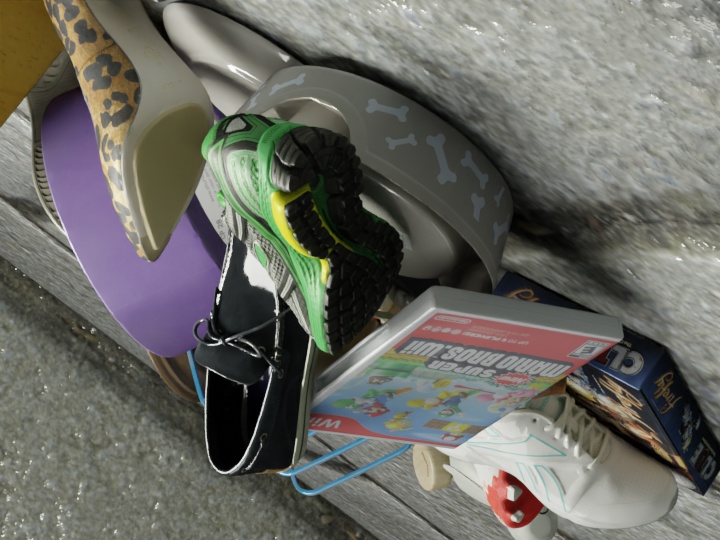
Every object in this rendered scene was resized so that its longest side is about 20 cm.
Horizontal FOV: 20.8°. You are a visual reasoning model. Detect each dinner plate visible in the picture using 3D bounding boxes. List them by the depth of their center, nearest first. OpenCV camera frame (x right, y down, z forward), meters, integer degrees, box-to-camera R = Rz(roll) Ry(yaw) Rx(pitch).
[{"bbox_3d":[-0.056,-0.109,1.320,0.200,0.024,0.200,32,168,7],"label":"dinner plate"}]

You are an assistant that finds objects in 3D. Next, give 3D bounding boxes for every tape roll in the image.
[{"bbox_3d":[-0.132,-0.047,1.363,0.200,0.085,0.200,60,-164,-29],"label":"tape roll"}]

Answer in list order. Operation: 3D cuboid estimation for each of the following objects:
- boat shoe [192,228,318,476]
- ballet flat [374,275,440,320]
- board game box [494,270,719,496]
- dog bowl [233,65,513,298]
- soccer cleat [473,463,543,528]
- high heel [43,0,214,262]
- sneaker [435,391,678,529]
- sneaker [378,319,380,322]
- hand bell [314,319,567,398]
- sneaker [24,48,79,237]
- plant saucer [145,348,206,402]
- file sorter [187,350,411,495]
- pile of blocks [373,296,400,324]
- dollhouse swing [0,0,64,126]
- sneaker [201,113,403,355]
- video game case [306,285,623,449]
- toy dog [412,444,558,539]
[{"bbox_3d":[-0.069,0.046,1.256,0.075,0.062,0.200,28,125,42],"label":"boat shoe"},{"bbox_3d":[-0.005,-0.010,1.394,0.200,0.073,0.073,31,170,-17],"label":"ballet flat"},{"bbox_3d":[0.177,0.083,1.404,0.135,0.035,0.200,28,167,33],"label":"board game box"},{"bbox_3d":[0.005,-0.052,1.218,0.200,0.059,0.200,26,162,9],"label":"dog bowl"},{"bbox_3d":[0.104,0.111,1.528,0.085,0.069,0.200,27,140,47],"label":"soccer cleat"},{"bbox_3d":[-0.161,-0.114,1.257,0.071,0.200,0.142,-10,-162,-40],"label":"high heel"},{"bbox_3d":[0.137,0.122,1.413,0.200,0.070,0.080,23,139,7],"label":"sneaker"},{"bbox_3d":[0.060,0.078,1.614,0.200,0.075,0.085,24,169,45],"label":"sneaker"},{"bbox_3d":[0.043,0.065,1.362,0.200,0.104,0.104,6,166,2],"label":"hand bell"},{"bbox_3d":[-0.204,-0.100,1.513,0.106,0.075,0.200,41,-150,-64],"label":"sneaker"},{"bbox_3d":[-0.153,0.020,1.793,0.029,0.200,0.200,-12,147,22],"label":"plant saucer"},{"bbox_3d":[-0.053,0.094,1.736,0.200,0.139,0.123,49,-162,-52],"label":"file sorter"},{"bbox_3d":[0.000,0.000,1.503,0.200,0.062,0.082,40,168,-27],"label":"pile of blocks"},{"bbox_3d":[-0.290,-0.156,1.355,0.182,0.200,0.176,40,173,-24],"label":"dollhouse swing"},{"bbox_3d":[-0.033,-0.026,1.159,0.085,0.078,0.200,26,153,31],"label":"sneaker"},{"bbox_3d":[0.055,0.067,1.275,0.143,0.017,0.200,10,151,-29],"label":"video game case"},{"bbox_3d":[0.123,0.169,1.780,0.200,0.132,0.096,16,120,47],"label":"toy dog"}]
